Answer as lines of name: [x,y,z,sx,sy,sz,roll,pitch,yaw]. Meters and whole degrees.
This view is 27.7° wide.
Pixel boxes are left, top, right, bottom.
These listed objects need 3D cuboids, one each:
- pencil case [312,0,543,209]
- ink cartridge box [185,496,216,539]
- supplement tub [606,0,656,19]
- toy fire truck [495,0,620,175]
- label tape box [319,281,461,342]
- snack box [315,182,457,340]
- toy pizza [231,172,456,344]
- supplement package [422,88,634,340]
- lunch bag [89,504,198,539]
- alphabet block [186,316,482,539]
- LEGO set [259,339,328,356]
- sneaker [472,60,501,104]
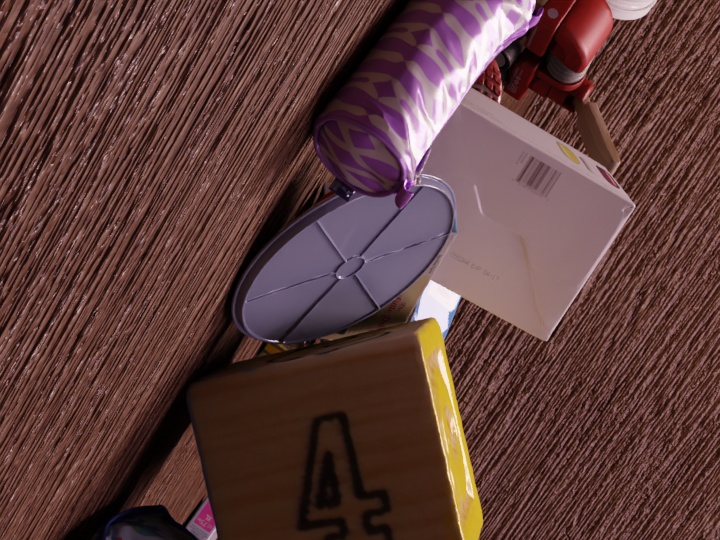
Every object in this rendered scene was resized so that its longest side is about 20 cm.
pencil case: [0.047,-0.139,1.025,0.201,0.085,0.084,-55,174,-25]
ink cartridge box: [-0.239,0.385,1.847,0.201,0.042,0.120,-57,176,-27]
supplement tub: [0.351,-0.425,1.812,0.141,0.140,0.201,-52,173,-40]
toy fire truck: [0.219,-0.211,1.552,0.129,0.199,0.176,-54,175,-22]
label tape box: [0.019,0.033,1.666,0.199,0.063,0.145,3,-117,47]
snack box: [0.000,0.000,1.275,0.200,0.115,0.037,117,-24,-54]
toy pizza: [-0.015,-0.014,1.146,0.199,0.032,0.201,-25,153,-14]
supplement package: [0.122,-0.061,1.362,0.156,0.199,0.111,-58,-163,16]
lunch bag: [-0.203,0.289,1.162,0.171,0.127,0.200,-55,164,4]
alphabet block: [-0.015,0.160,1.244,0.198,0.198,0.195,-13,-178,8]
LEGO set: [-0.003,0.047,1.511,0.201,0.115,0.154,-57,175,1]
sneaker: [0.076,-0.139,1.455,0.201,0.077,0.082,-56,-169,36]
